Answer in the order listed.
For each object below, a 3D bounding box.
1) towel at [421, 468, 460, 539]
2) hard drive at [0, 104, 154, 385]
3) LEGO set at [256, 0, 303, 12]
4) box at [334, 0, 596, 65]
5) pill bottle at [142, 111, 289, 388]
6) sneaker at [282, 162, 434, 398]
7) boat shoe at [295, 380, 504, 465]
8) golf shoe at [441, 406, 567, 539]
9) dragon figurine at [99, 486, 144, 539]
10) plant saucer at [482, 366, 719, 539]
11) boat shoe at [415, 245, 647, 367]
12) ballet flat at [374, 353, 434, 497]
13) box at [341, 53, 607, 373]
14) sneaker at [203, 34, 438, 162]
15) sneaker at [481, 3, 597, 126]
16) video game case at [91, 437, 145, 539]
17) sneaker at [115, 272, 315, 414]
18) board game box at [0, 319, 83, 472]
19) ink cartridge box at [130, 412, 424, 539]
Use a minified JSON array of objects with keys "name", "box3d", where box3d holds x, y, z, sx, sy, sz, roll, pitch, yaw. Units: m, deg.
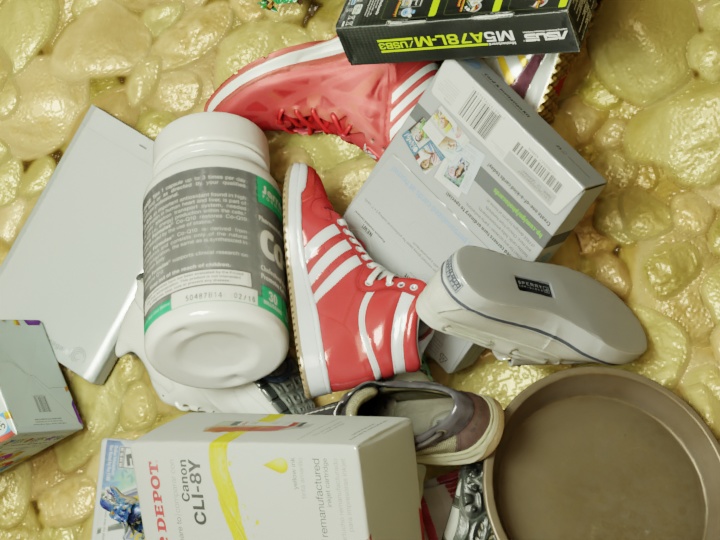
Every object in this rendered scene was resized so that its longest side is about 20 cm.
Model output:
[{"name":"towel","box3d":[0.105,0.218,1.686,0.199,0.023,0.145,-23,76,15]},{"name":"hard drive","box3d":[-0.223,-0.022,1.839,0.132,0.026,0.200,31,92,21]},{"name":"LEGO set","box3d":[-0.060,-0.321,1.800,0.153,0.116,0.200,29,97,-8]},{"name":"box","box3d":[0.097,-0.243,1.683,0.192,0.048,0.200,0,46,23]},{"name":"pill bottle","box3d":[-0.115,-0.018,1.709,0.113,0.113,0.201,-16,55,17]},{"name":"sneaker","box3d":[0.000,0.000,1.685,0.112,0.071,0.201,-9,62,3]},{"name":"boat shoe","box3d":[0.010,0.114,1.621,0.199,0.065,0.072,-7,57,35]},{"name":"golf shoe","box3d":[0.094,0.193,1.644,0.078,0.095,0.200,26,64,-1]},{"name":"dragon figurine","box3d":[-0.107,0.188,1.724,0.199,0.059,0.100,15,88,21]},{"name":"plant saucer","box3d":[0.183,0.168,1.611,0.199,0.029,0.201,6,64,-13]},{"name":"boat shoe","box3d":[0.127,0.039,1.632,0.070,0.199,0.071,-43,47,35]},{"name":"ballet flat","box3d":[0.032,0.139,1.680,0.074,0.074,0.201,5,71,20]},{"name":"box","box3d":[0.078,-0.044,1.686,0.156,0.041,0.200,46,121,20]},{"name":"sneaker","box3d":[-0.026,-0.123,1.756,0.199,0.078,0.116,-23,73,16]},{"name":"sneaker","box3d":[0.121,-0.171,1.711,0.090,0.075,0.201,21,88,16]},{"name":"video game case","box3d":[-0.137,0.243,1.769,0.182,0.022,0.201,3,83,20]},{"name":"sneaker","box3d":[-0.117,0.084,1.771,0.200,0.074,0.087,39,111,25]},{"name":"board game box","box3d":[-0.351,0.129,1.806,0.200,0.105,0.103,-28,77,20]},{"name":"ink cartridge box","box3d":[-0.059,0.185,1.590,0.199,0.083,0.146,-2,101,31]}]
